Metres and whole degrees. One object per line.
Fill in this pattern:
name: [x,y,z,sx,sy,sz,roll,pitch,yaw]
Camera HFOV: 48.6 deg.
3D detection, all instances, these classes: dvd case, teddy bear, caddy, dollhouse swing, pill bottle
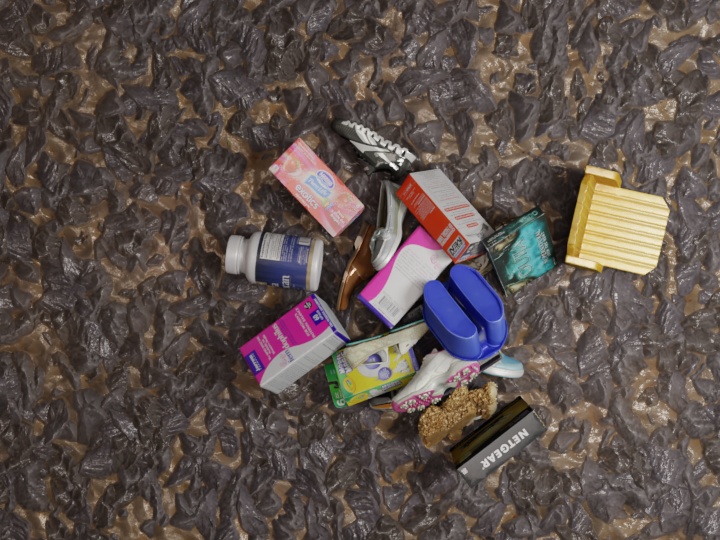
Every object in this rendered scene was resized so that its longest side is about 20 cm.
dvd case: [0.189,0.139,1.677,0.148,0.016,0.201,-35,62,14]
teddy bear: [0.208,0.299,1.701,0.199,0.145,0.067,-33,52,-1]
caddy: [0.209,0.089,1.611,0.140,0.105,0.201,-29,54,-10]
dollhouse swing: [0.539,-0.091,1.656,0.174,0.181,0.203,14,92,21]
pill bottle: [-0.183,-0.022,1.697,0.197,0.111,0.113,7,92,2]

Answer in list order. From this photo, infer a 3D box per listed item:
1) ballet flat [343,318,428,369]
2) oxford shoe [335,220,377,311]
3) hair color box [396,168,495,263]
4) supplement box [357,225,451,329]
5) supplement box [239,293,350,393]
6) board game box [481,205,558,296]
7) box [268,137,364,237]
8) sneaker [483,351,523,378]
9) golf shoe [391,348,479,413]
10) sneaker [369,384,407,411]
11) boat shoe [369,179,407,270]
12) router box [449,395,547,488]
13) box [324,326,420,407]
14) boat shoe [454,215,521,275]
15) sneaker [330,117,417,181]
ballet flat: [0.063,0.157,1.673,0.198,0.067,0.063,-19,82,7]
oxford shoe: [0.000,0.000,1.716,0.071,0.071,0.202,23,91,-3]
hair color box: [0.178,-0.116,1.650,0.201,0.110,0.064,51,128,21]
supplement box: [0.096,0.012,1.696,0.101,0.103,0.200,42,94,1]
supplement box: [-0.138,0.157,1.688,0.199,0.103,0.102,-37,68,3]
board game box: [0.334,-0.035,1.654,0.134,0.200,0.028,-32,52,2]
box: [-0.090,-0.173,1.696,0.095,0.103,0.200,-44,89,2]
sneaker: [0.268,0.148,1.709,0.197,0.080,0.132,17,94,0]
golf shoe: [0.145,0.218,1.633,0.199,0.075,0.092,-30,56,8]
sneaker: [0.110,0.251,1.724,0.198,0.078,0.078,-20,78,-1]
boat shoe: [0.052,-0.095,1.677,0.064,0.074,0.204,23,67,-16]
router box: [0.285,0.357,1.676,0.199,0.157,0.052,-38,91,2]
box: [0.022,0.208,1.705,0.198,0.049,0.118,-22,55,3]
boat shoe: [0.286,-0.049,1.707,0.199,0.066,0.075,-32,83,6]
sneaker: [0.017,-0.254,1.707,0.198,0.066,0.091,27,90,-2]
